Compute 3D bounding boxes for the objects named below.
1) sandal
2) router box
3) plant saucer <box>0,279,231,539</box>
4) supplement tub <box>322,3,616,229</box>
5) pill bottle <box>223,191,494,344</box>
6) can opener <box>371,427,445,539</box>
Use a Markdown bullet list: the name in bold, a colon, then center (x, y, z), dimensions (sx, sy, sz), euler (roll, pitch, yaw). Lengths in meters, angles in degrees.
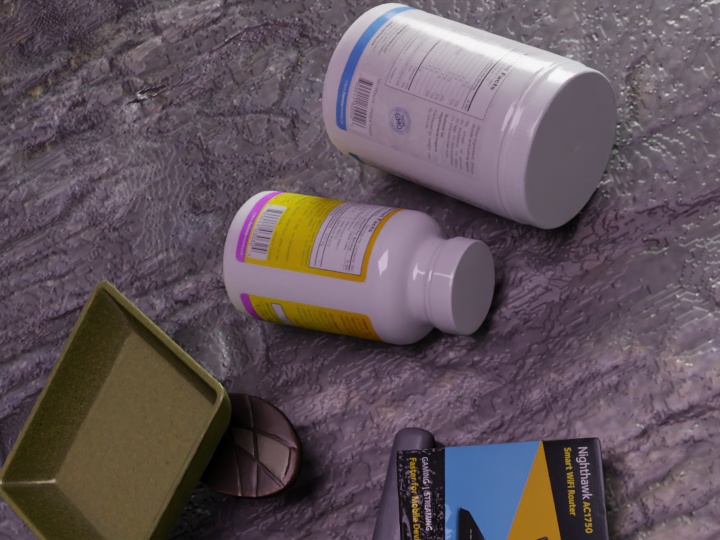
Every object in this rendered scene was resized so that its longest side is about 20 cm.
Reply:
- **sandal**: center (-0.114, 0.142, 1.684), dimensions (0.200, 0.055, 0.082), euler (-4, 69, 42)
- **router box**: center (0.104, 0.222, 1.504), dimensions (0.149, 0.051, 0.201), euler (-5, 65, 3)
- **plant saucer**: center (-0.185, 0.138, 1.680), dimensions (0.200, 0.048, 0.200), euler (37, 103, 45)
- **supplement tub**: center (0.082, -0.121, 1.652), dimensions (0.200, 0.132, 0.132), euler (23, 79, 32)
- **pill bottle**: center (0.000, 0.000, 1.655), dimensions (0.199, 0.104, 0.105), euler (10, 72, 30)
- **can opener**: center (0.012, 0.215, 1.581), dimensions (0.067, 0.053, 0.201), euler (2, 68, 27)
